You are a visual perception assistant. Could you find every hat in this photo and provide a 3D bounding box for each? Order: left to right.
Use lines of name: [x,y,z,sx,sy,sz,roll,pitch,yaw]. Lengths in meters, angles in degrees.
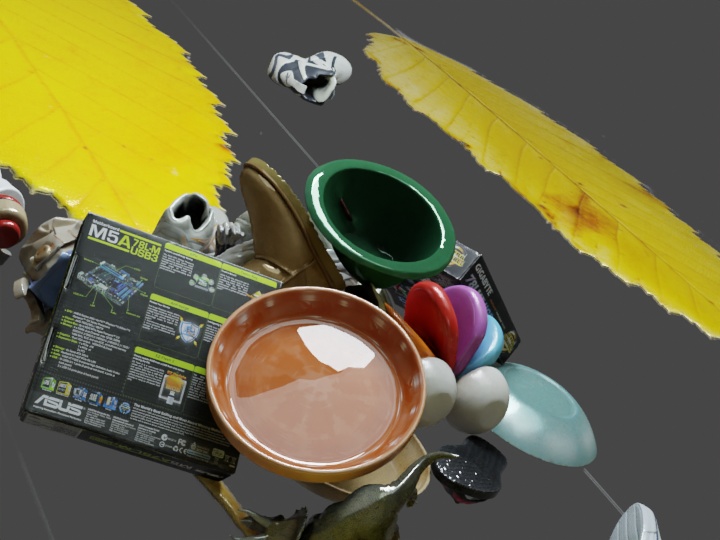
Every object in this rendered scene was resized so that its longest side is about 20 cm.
hat: [0.000,0.000,1.292,0.198,0.177,0.167,13,44,-22]

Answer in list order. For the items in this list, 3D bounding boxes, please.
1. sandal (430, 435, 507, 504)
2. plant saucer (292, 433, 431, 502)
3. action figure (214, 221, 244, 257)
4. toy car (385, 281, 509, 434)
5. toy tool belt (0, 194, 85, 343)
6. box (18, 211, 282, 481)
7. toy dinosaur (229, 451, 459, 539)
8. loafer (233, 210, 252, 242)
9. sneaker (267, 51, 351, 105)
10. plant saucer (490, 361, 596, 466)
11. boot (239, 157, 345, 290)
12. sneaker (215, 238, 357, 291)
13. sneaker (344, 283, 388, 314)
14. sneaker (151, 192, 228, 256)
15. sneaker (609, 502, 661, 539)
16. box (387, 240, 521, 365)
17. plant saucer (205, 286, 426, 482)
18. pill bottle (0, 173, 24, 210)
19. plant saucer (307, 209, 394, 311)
sandal: [0.116,0.220,1.274,0.075,0.045,0.200,38,9,14]
plant saucer: [-0.024,0.178,1.203,0.198,0.036,0.201,23,22,-10]
action figure: [-0.126,0.009,1.378,0.118,0.103,0.201,23,25,-6]
toy car: [0.085,0.085,1.357,0.198,0.151,0.175,12,19,-40]
toy tool belt: [-0.280,0.012,1.154,0.199,0.125,0.123,34,19,-40]
box: [-0.187,0.070,1.088,0.198,0.047,0.195,19,65,-17]
toy dinosaur: [-0.002,0.217,1.023,0.102,0.198,0.078,22,49,-67]
loafer: [-0.103,-0.052,1.489,0.070,0.070,0.200,54,-12,-24]
sneaker: [-0.069,-0.364,2.293,0.198,0.080,0.130,1,34,-47]
plant saucer: [0.218,0.167,1.497,0.199,0.039,0.202,22,23,-10]
boot: [-0.130,0.011,1.184,0.176,0.199,0.066,56,-20,-8]
sneaker: [-0.075,0.025,1.276,0.198,0.078,0.101,5,61,-35]
sneaker: [-0.010,0.093,1.193,0.073,0.081,0.201,-9,36,14]
sneaker: [-0.197,-0.056,1.449,0.075,0.093,0.200,27,21,3]
sneaker: [0.297,0.324,1.218,0.070,0.073,0.201,32,30,-10]
box: [0.094,0.012,1.497,0.199,0.050,0.199,30,-18,38]
plant saucer: [-0.040,0.101,1.064,0.197,0.033,0.202,6,50,-7]
pill bottle: [-0.449,-0.102,1.243,0.199,0.110,0.108,35,23,19]
plant saucer: [-0.023,-0.001,1.516,0.201,0.050,0.200,57,9,-14]
